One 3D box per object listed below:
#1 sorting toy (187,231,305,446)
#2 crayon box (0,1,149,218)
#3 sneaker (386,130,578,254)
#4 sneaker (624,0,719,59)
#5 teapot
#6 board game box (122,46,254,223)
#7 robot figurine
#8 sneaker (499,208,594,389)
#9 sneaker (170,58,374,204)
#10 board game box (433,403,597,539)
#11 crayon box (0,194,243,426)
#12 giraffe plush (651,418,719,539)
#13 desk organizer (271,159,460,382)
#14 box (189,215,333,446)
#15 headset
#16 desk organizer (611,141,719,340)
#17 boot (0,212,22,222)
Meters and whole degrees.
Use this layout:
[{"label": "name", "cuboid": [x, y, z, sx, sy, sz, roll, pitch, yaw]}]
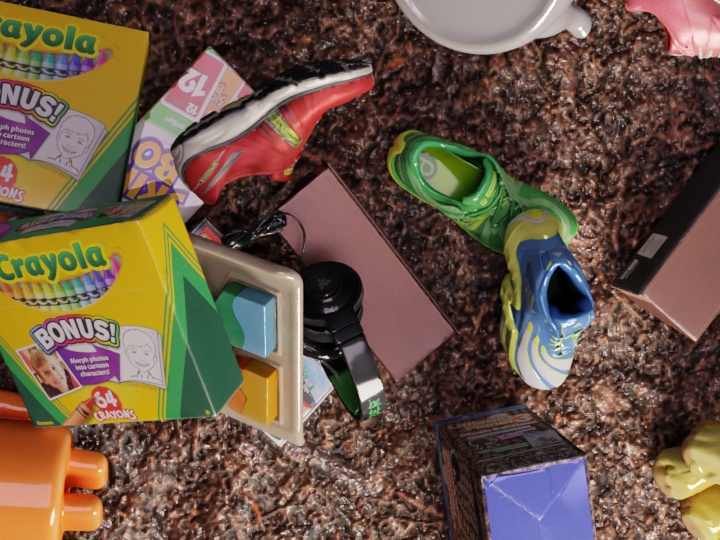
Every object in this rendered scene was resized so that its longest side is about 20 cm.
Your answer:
[{"label": "sorting toy", "cuboid": [-0.131, 0.055, 1.022, 0.183, 0.037, 0.202, 19, 132, 24]}, {"label": "crayon box", "cuboid": [-0.296, -0.138, 1.038, 0.197, 0.058, 0.175, 10, 80, -9]}, {"label": "sneaker", "cuboid": [0.116, -0.066, 1.120, 0.198, 0.084, 0.075, 25, 91, -11]}, {"label": "sneaker", "cuboid": [0.340, -0.235, 1.155, 0.199, 0.074, 0.087, 36, 103, -7]}, {"label": "teapot", "cuboid": [0.116, -0.304, 1.069, 0.195, 0.146, 0.202, 13, 125, 15]}, {"label": "board game box", "cuboid": [-0.174, -0.101, 1.101, 0.095, 0.030, 0.200, 43, 90, -10]}, {"label": "robot figurine", "cuboid": [-0.327, 0.191, 1.060, 0.197, 0.117, 0.146, 7, 105, -9]}, {"label": "sneaker", "cuboid": [0.173, 0.049, 1.105, 0.075, 0.105, 0.202, -16, 122, -4]}, {"label": "sneaker", "cuboid": [-0.072, -0.126, 1.075, 0.198, 0.077, 0.086, -27, 111, 0]}, {"label": "board game box", "cuboid": [0.142, 0.229, 1.095, 0.095, 0.200, 0.162, -9, 97, -7]}, {"label": "crayon box", "cuboid": [-0.216, 0.038, 0.985, 0.197, 0.058, 0.175, -7, 115, 28]}, {"label": "giraffe plush", "cuboid": [0.413, 0.181, 1.169, 0.162, 0.199, 0.173, -43, 98, -32]}, {"label": "desk organizer", "cuboid": [0.000, 0.000, 1.116, 0.077, 0.072, 0.201, -38, 100, -1]}, {"label": "box", "cuboid": [-0.112, 0.057, 1.122, 0.200, 0.035, 0.110, 44, 88, -10]}, {"label": "headset", "cuboid": [-0.044, 0.041, 1.030, 0.093, 0.124, 0.202, -22, 74, -12]}, {"label": "desk organizer", "cuboid": [0.344, -0.037, 1.158, 0.077, 0.072, 0.201, 38, 89, -12]}, {"label": "boot", "cuboid": [-0.389, 0.017, 1.060, 0.107, 0.075, 0.201, 33, 82, -8]}]
